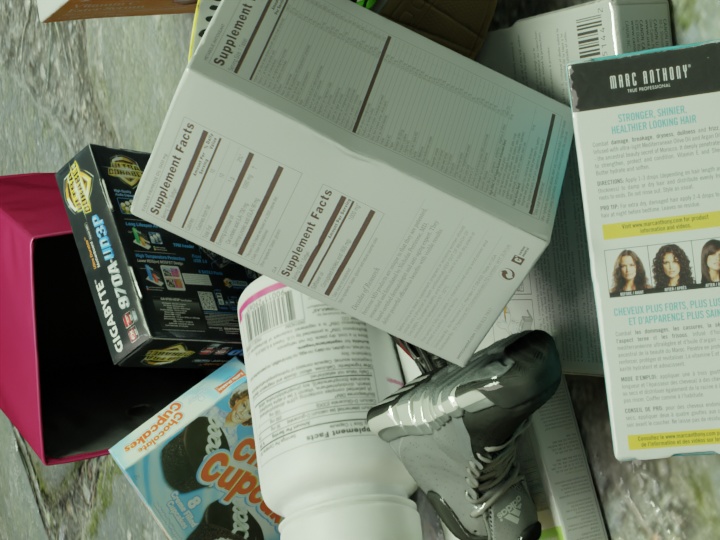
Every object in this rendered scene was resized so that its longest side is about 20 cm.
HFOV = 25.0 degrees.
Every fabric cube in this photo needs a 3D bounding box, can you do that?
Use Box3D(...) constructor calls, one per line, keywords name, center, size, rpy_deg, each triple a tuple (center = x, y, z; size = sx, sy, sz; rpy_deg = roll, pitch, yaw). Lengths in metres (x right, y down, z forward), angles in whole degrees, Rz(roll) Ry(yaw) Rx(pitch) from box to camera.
Box3D(name="fabric cube", center=(-0.216, 0.026, 1.403), size=(0.199, 0.198, 0.198), rpy_deg=(29, 123, 58))

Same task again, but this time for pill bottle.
Box3D(name="pill bottle", center=(-0.018, 0.105, 1.115), size=(0.113, 0.112, 0.202), rpy_deg=(132, 134, -55))

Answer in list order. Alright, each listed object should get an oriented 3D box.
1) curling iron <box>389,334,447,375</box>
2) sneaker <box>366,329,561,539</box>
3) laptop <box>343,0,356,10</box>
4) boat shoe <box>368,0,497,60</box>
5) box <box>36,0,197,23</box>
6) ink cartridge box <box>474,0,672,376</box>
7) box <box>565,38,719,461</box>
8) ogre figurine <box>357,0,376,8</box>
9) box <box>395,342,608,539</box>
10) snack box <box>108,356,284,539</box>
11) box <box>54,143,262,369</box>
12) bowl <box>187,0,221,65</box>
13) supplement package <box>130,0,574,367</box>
Box3D(name="curling iron", center=(0.000, 0.000, 1.053), size=(0.200, 0.025, 0.050), rpy_deg=(48, 151, 21))
Box3D(name="sneaker", center=(0.082, 0.106, 0.935), size=(0.116, 0.075, 0.200), rpy_deg=(59, 158, -1))
Box3D(name="laptop", center=(0.014, -0.202, 0.959), size=(0.103, 0.200, 0.178), rpy_deg=(47, 141, 11))
Box3D(name="boat shoe", center=(0.009, -0.118, 0.955), size=(0.201, 0.073, 0.069), rpy_deg=(-57, 34, 20))
Box3D(name="box", center=(-0.158, -0.270, 1.256), size=(0.200, 0.151, 0.107), rpy_deg=(-13, 86, 62))
Box3D(name="ink cartridge box", center=(0.112, -0.044, 0.929), size=(0.176, 0.044, 0.202), rpy_deg=(-1, 96, 59))
Box3D(name="box", center=(0.159, -0.010, 0.816), size=(0.082, 0.049, 0.202), rpy_deg=(-6, 93, 20))
Box3D(name="ogre figurine", center=(0.015, -0.106, 1.046), size=(0.119, 0.098, 0.202), rpy_deg=(4, 109, 52))
Box3D(name="box", center=(0.089, 0.115, 1.037), size=(0.144, 0.036, 0.202), rpy_deg=(-30, 70, 60))
Box3D(name="snack box", center=(-0.091, 0.174, 1.212), size=(0.037, 0.116, 0.201), rpy_deg=(35, 158, 53))
Box3D(name="box", center=(-0.119, -0.006, 1.215), size=(0.046, 0.199, 0.160), rpy_deg=(-35, 66, 33))
Box3D(name="bowl", center=(-0.062, -0.117, 1.152), size=(0.201, 0.093, 0.203), rpy_deg=(6, -90, -86))
Box3D(name="supplement package", center=(-0.002, -0.058, 0.861), size=(0.114, 0.199, 0.110), rpy_deg=(-70, 7, -46))
